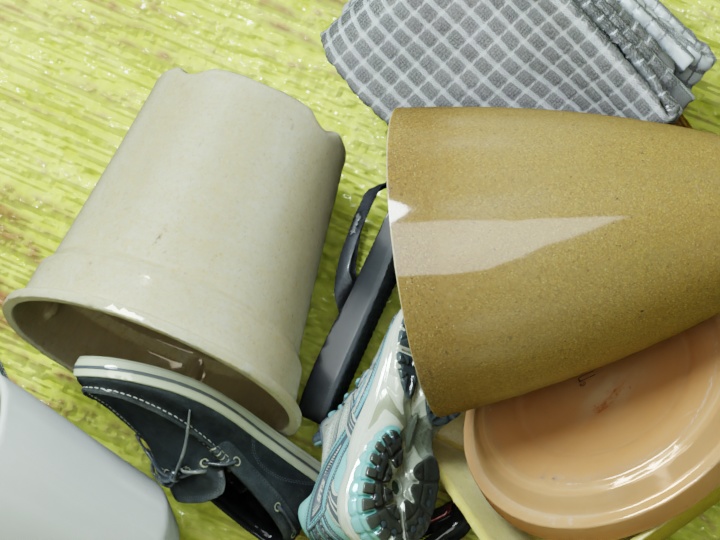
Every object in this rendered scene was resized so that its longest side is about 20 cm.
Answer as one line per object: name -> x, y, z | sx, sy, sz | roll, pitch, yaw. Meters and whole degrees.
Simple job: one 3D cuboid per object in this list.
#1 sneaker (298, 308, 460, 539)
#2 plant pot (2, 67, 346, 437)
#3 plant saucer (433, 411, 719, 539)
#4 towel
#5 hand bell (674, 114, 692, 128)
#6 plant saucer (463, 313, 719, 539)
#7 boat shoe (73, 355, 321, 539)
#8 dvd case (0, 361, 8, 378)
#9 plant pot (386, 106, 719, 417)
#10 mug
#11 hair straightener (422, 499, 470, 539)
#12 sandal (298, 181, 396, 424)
sneaker -> 0.011, 0.088, 1.548 | 0.086, 0.078, 0.201 | -15, 39, 41
plant pot -> -0.099, -0.019, 1.547 | 0.199, 0.201, 0.184 | 19, 72, 8
plant saucer -> 0.154, 0.108, 1.522 | 0.200, 0.049, 0.200 | -35, 39, 0
towel -> 0.096, -0.130, 1.531 | 0.200, 0.086, 0.166 | 43, 124, -8
hand bell -> 0.168, -0.136, 1.593 | 0.104, 0.104, 0.200 | -35, 93, -1
plant saucer -> 0.153, 0.075, 1.495 | 0.199, 0.032, 0.201 | -19, 42, 18
boat shoe -> -0.101, 0.113, 1.529 | 0.200, 0.074, 0.063 | 36, 68, -32
dvd case -> -0.304, 0.089, 1.623 | 0.145, 0.022, 0.201 | -27, 79, 1
plant pot -> 0.130, -0.019, 1.449 | 0.199, 0.186, 0.188 | -9, 80, 11
mug -> -0.209, 0.167, 1.547 | 0.153, 0.186, 0.150 | 28, 58, -24
hair straightener -> 0.027, 0.202, 1.562 | 0.199, 0.041, 0.077 | -23, 60, -5
sandal -> 0.000, 0.000, 1.579 | 0.043, 0.076, 0.201 | 24, 84, 9
